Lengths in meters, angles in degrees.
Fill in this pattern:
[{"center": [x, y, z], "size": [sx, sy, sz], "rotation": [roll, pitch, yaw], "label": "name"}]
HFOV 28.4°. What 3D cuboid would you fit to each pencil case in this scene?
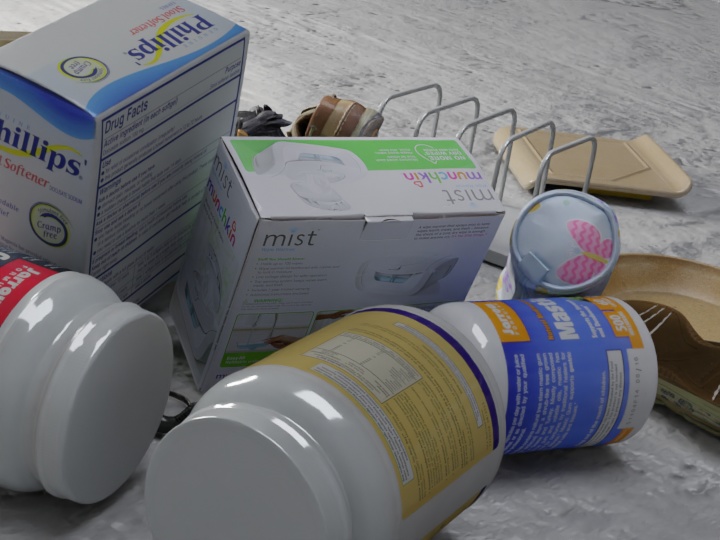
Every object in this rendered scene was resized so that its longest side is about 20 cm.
[{"center": [0.155, 0.000, 1.151], "size": [0.091, 0.083, 0.200], "rotation": [-26, -14, -6], "label": "pencil case"}]

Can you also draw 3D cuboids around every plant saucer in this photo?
[{"center": [0.299, 0.038, 1.299], "size": [0.200, 0.035, 0.200], "rotation": [9, 22, -4], "label": "plant saucer"}]

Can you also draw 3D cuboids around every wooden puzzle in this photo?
[{"center": [0.271, -0.124, 1.695], "size": [0.200, 0.037, 0.185], "rotation": [1, 23, -9], "label": "wooden puzzle"}]

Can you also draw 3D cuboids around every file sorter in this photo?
[{"center": [0.121, -0.099, 1.442], "size": [0.200, 0.125, 0.139], "rotation": [22, 26, 27], "label": "file sorter"}]

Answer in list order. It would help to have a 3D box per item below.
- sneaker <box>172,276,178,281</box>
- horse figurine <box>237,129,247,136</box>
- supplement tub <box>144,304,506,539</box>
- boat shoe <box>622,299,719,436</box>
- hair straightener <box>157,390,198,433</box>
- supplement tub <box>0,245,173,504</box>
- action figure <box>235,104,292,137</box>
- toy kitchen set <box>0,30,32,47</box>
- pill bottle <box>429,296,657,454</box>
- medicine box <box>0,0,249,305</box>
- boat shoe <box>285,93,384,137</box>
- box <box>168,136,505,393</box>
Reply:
[{"center": [-0.230, -0.029, 1.190], "size": [0.200, 0.080, 0.130], "rotation": [16, 30, 42], "label": "sneaker"}, {"center": [-0.115, -0.048, 1.249], "size": [0.200, 0.133, 0.050], "rotation": [38, 19, 24], "label": "horse figurine"}, {"center": [-0.017, 0.112, 0.839], "size": [0.145, 0.146, 0.200], "rotation": [21, 24, 26], "label": "supplement tub"}, {"center": [0.256, 0.085, 1.149], "size": [0.073, 0.063, 0.200], "rotation": [-30, 34, -14], "label": "boat shoe"}, {"center": [-0.194, 0.067, 1.012], "size": [0.200, 0.041, 0.077], "rotation": [16, 23, 14], "label": "hair straightener"}, {"center": [-0.234, 0.055, 0.893], "size": [0.200, 0.141, 0.140], "rotation": [18, 23, 19], "label": "supplement tub"}, {"center": [-0.116, -0.109, 1.367], "size": [0.119, 0.102, 0.200], "rotation": [-14, 6, 1], "label": "action figure"}, {"center": [-0.270, -0.065, 1.151], "size": [0.180, 0.200, 0.163], "rotation": [-11, 63, -54], "label": "toy kitchen set"}, {"center": [0.103, 0.076, 1.022], "size": [0.200, 0.112, 0.112], "rotation": [-1, 24, -27], "label": "pill bottle"}, {"center": [-0.180, -0.076, 1.012], "size": [0.103, 0.200, 0.182], "rotation": [25, 36, 17], "label": "medicine box"}, {"center": [-0.036, -0.135, 1.431], "size": [0.072, 0.076, 0.200], "rotation": [31, -17, -8], "label": "boat shoe"}, {"center": [-0.021, -0.004, 1.060], "size": [0.200, 0.177, 0.097], "rotation": [-3, 44, -27], "label": "box"}]
